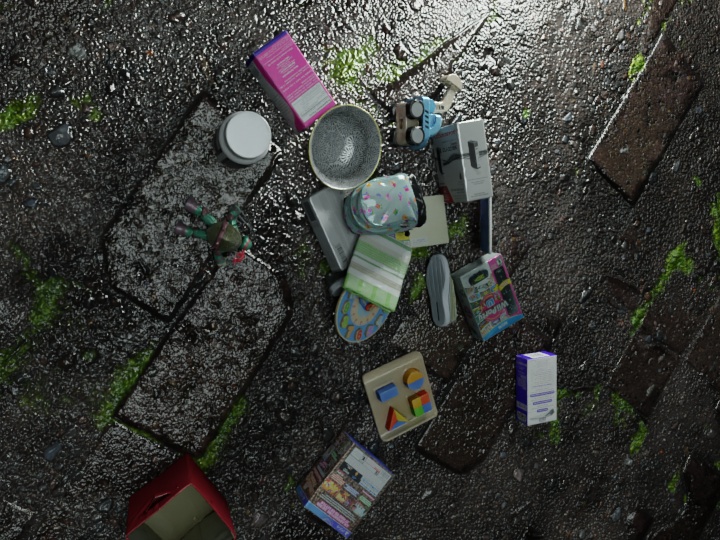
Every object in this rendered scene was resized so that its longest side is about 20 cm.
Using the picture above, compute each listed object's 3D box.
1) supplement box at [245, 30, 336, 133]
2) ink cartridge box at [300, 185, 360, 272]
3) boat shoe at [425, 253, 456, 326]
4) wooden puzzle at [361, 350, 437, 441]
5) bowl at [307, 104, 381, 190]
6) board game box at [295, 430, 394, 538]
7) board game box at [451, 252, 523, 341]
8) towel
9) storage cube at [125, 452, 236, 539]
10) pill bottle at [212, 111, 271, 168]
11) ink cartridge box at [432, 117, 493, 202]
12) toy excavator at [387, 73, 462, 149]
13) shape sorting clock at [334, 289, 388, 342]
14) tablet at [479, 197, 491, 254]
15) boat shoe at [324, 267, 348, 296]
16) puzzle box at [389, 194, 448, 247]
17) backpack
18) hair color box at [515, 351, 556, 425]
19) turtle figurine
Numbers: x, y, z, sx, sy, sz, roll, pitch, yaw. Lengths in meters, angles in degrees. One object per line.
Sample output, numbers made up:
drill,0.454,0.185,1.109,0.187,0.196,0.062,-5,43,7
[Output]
supplement box,-0.164,-0.439,1.347,0.103,0.101,0.201,-40,108,-13
ink cartridge box,-0.043,-0.125,1.457,0.173,0.043,0.202,-36,108,-40
boat shoe,0.226,0.052,1.571,0.062,0.072,0.202,-14,105,-44
wooden puzzle,0.115,0.346,1.561,0.184,0.046,0.202,-22,102,-17
bowl,-0.056,-0.304,1.395,0.199,0.094,0.203,-11,112,-29
board game box,-0.041,0.556,1.495,0.159,0.097,0.200,44,80,-19
board game box,0.357,0.072,1.609,0.147,0.064,0.202,-27,105,-16
towel,0.043,-0.006,1.425,0.148,0.031,0.201,27,57,-11
storage cube,-0.413,0.564,1.312,0.170,0.180,0.201,-37,106,-13
pill bottle,-0.263,-0.290,1.271,0.113,0.200,0.115,-2,96,-20
ink cartridge box,0.266,-0.285,1.502,0.083,0.144,0.202,-12,99,-18
toy excavator,0.178,-0.415,1.494,0.198,0.100,0.197,-6,100,-33
shape sorting clock,0.014,0.093,1.464,0.199,0.039,0.202,-19,119,-39
tablet,0.343,-0.149,1.557,0.013,0.130,0.202,-2,96,2
boat shoe,0.000,0.000,1.475,0.199,0.069,0.057,-24,64,-20
puzzle box,0.138,-0.128,1.527,0.198,0.025,0.135,-7,92,-20
backpack,0.057,-0.164,1.411,0.198,0.126,0.168,-14,82,-25
hair color box,0.526,0.351,1.708,0.108,0.065,0.202,-4,95,-21
turtle figurine,-0.322,-0.089,1.329,0.199,0.101,0.151,26,86,-15
